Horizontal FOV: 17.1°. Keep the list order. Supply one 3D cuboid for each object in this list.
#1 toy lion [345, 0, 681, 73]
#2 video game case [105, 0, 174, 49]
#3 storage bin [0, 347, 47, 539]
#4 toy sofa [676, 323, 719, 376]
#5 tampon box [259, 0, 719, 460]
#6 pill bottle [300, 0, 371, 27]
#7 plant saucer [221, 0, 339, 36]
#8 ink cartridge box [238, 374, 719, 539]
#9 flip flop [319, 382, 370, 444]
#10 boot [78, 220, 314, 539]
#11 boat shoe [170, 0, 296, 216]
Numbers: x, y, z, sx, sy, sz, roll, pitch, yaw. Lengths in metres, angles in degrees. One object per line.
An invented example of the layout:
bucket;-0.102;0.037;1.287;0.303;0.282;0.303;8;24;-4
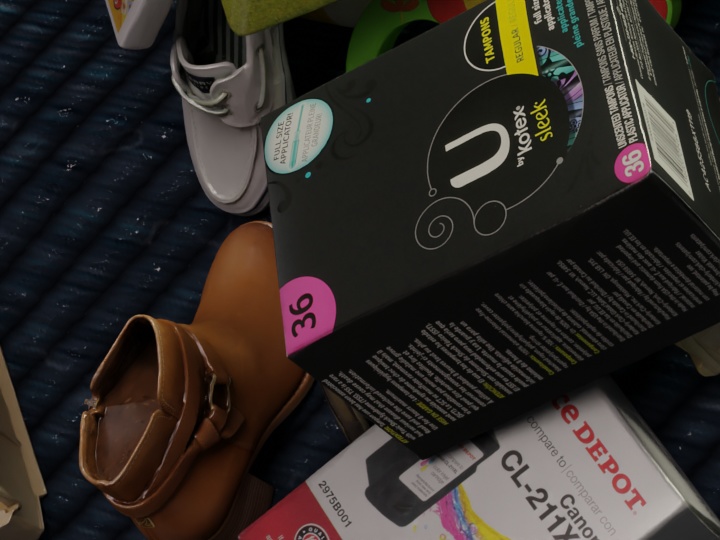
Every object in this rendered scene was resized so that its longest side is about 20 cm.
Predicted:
toy lion;0.082;-0.129;1.265;0.199;0.069;0.193;-14;98;21
video game case;-0.116;-0.252;1.273;0.182;0.023;0.201;-55;46;49
storage bin;-0.305;0.100;1.385;0.199;0.094;0.199;-28;61;11
toy sofa;0.222;-0.042;1.197;0.200;0.097;0.083;-46;39;20
tampon box;0.070;-0.030;1.152;0.199;0.126;0.150;-27;49;22
pill bottle;-0.028;-0.200;1.369;0.199;0.112;0.112;14;76;28
plant saucer;-0.004;-0.245;1.234;0.199;0.048;0.200;-20;64;6
ink cartridge box;0.061;0.135;1.215;0.200;0.083;0.146;-40;59;6
flip flop;0.000;0.000;1.307;0.057;0.081;0.201;-5;62;8
boot;-0.086;0.046;1.273;0.073;0.155;0.201;-3;69;23
boat shoe;-0.079;-0.118;1.324;0.073;0.067;0.201;14;117;28
